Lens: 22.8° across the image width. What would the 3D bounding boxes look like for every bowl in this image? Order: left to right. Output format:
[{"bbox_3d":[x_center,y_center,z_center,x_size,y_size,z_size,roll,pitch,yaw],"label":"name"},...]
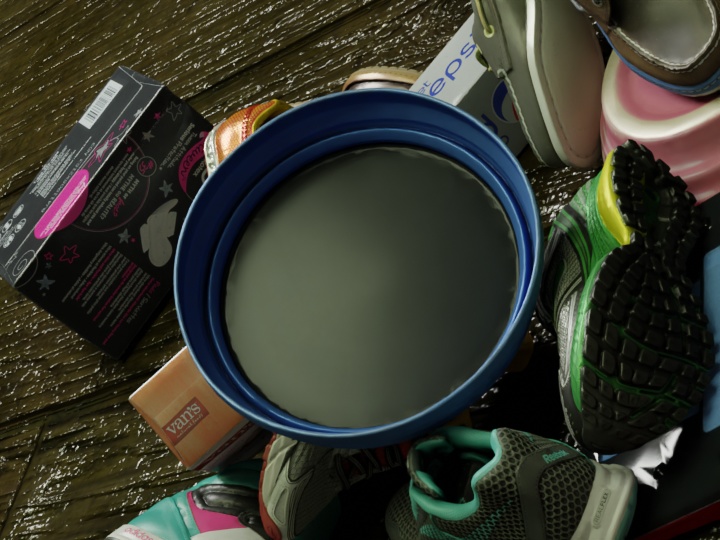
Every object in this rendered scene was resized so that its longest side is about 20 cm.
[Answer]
[{"bbox_3d":[0.000,0.000,0.947,0.199,0.039,0.202,-6,63,13],"label":"bowl"}]

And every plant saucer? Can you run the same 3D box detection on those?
[{"bbox_3d":[0.211,-0.123,1.027,0.200,0.051,0.202,-37,32,28],"label":"plant saucer"}]

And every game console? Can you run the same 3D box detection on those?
[{"bbox_3d":[0.181,0.039,0.910,0.176,0.031,0.201,-29,36,36],"label":"game console"}]

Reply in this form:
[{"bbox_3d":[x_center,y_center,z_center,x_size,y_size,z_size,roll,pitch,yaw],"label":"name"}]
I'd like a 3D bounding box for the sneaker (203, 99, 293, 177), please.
[{"bbox_3d":[-0.055,-0.026,1.221,0.077,0.073,0.202,-24,70,27],"label":"sneaker"}]

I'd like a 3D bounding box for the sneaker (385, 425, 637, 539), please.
[{"bbox_3d":[0.056,0.111,0.927,0.200,0.091,0.078,-22,42,60],"label":"sneaker"}]

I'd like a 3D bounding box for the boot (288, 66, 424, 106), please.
[{"bbox_3d":[-0.014,-0.051,1.282,0.199,0.072,0.168,-10,61,49],"label":"boot"}]

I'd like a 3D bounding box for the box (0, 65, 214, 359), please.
[{"bbox_3d":[-0.199,-0.050,1.477,0.201,0.115,0.132,-53,27,-4],"label":"box"}]

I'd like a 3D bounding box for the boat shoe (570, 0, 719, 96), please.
[{"bbox_3d":[0.141,-0.169,1.012,0.072,0.072,0.200,-53,45,16],"label":"boat shoe"}]

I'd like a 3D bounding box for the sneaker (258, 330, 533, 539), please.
[{"bbox_3d":[0.019,0.078,1.009,0.082,0.078,0.200,38,70,22],"label":"sneaker"}]

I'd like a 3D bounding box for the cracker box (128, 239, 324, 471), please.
[{"bbox_3d":[-0.055,0.058,1.078,0.134,0.058,0.200,-42,-8,-1],"label":"cracker box"}]

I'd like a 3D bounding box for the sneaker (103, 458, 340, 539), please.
[{"bbox_3d":[-0.042,0.175,1.033,0.199,0.084,0.121,25,47,33],"label":"sneaker"}]

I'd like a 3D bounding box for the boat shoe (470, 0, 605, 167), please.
[{"bbox_3d":[0.101,-0.157,1.111,0.060,0.072,0.204,-18,82,40],"label":"boat shoe"}]

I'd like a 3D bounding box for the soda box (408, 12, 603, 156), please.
[{"bbox_3d":[0.067,-0.097,1.193,0.200,0.063,0.068,-51,30,3],"label":"soda box"}]

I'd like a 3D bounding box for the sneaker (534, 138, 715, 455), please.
[{"bbox_3d":[0.130,0.024,0.923,0.085,0.078,0.201,-46,17,36],"label":"sneaker"}]
